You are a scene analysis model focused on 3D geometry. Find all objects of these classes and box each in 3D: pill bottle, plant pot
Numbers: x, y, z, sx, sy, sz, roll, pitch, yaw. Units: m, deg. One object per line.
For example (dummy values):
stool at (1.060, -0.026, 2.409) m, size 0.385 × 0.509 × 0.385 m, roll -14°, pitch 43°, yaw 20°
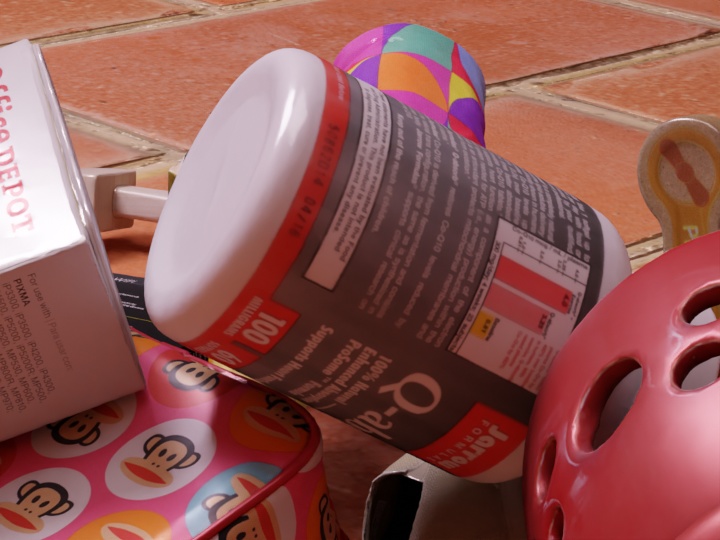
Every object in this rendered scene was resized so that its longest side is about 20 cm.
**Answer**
pill bottle at (0.029, 0.010, 0.837) m, size 0.199 × 0.116 × 0.116 m, roll 27°, pitch 11°, yaw -19°
plant pot at (0.155, 0.103, 0.725) m, size 0.199 × 0.202 × 0.183 m, roll 2°, pitch 21°, yaw 0°

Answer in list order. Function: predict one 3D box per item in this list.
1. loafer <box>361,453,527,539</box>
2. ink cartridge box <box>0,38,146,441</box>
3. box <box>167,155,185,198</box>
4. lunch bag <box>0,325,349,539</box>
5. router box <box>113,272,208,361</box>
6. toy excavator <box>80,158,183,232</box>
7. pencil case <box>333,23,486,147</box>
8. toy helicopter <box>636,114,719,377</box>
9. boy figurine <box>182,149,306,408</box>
loafer at (0.034, 0.098, 0.916) m, size 0.068 × 0.076 × 0.200 m, roll 6°, pitch 19°, yaw -6°
ink cartridge box at (-0.196, 0.009, 0.865) m, size 0.199 × 0.083 × 0.147 m, roll -20°, pitch 40°, yaw -4°
box at (0.000, 0.000, 1.093) m, size 0.199 × 0.050 × 0.075 m, roll 36°, pitch 59°, yaw 19°
lunch bag at (-0.120, 0.101, 0.848) m, size 0.176 × 0.082 × 0.199 m, roll -34°, pitch 36°, yaw -29°
router box at (-0.169, 0.041, 1.091) m, size 0.199 × 0.052 × 0.149 m, roll 9°, pitch 20°, yaw 25°
toy excavator at (-0.074, -0.024, 1.265) m, size 0.193 × 0.101 × 0.200 m, roll 3°, pitch 6°, yaw -4°
pencil case at (0.019, -0.031, 1.011) m, size 0.088 × 0.089 × 0.201 m, roll 2°, pitch 37°, yaw 1°
toy helicopter at (0.152, 0.036, 0.913) m, size 0.131 × 0.202 × 0.079 m, roll -1°, pitch 9°, yaw 37°
boy figurine at (-0.053, 0.047, 0.990) m, size 0.064 × 0.125 × 0.201 m, roll 6°, pitch 56°, yaw -10°
